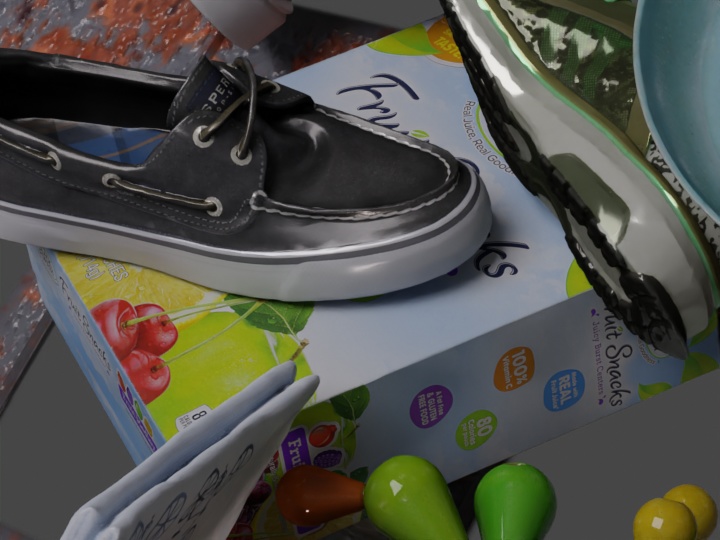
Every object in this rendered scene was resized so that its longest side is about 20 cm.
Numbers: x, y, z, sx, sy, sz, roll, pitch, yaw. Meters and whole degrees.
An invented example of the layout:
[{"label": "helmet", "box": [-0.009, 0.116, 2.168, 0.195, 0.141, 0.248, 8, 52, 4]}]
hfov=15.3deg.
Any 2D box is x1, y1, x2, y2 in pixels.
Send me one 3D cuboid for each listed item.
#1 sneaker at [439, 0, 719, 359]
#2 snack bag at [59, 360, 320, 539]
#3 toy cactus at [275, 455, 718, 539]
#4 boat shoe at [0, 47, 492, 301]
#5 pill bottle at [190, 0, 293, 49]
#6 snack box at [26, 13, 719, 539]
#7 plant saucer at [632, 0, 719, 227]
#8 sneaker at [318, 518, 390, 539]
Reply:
[{"label": "sneaker", "box": [0.088, -0.061, 0.881, 0.088, 0.077, 0.201, -27, 53, -4]}, {"label": "snack bag", "box": [-0.087, 0.127, 0.767, 0.021, 0.189, 0.201, 32, 105, 6]}, {"label": "toy cactus", "box": [0.037, 0.128, 0.797, 0.198, 0.103, 0.166, -2, 40, 10]}, {"label": "boat shoe", "box": [-0.054, -0.043, 0.895, 0.199, 0.067, 0.070, 11, 45, 22]}, {"label": "pill bottle", "box": [0.003, -0.185, 1.090, 0.200, 0.112, 0.112, -39, 45, 10]}, {"label": "snack box", "box": [0.000, 0.000, 0.939, 0.199, 0.068, 0.169, -22, 43, -15]}, {"label": "plant saucer", "box": [0.174, -0.061, 0.727, 0.199, 0.027, 0.201, -7, 52, 9]}, {"label": "sneaker", "box": [-0.028, 0.045, 0.985, 0.080, 0.070, 0.200, -49, 43, -5]}]
